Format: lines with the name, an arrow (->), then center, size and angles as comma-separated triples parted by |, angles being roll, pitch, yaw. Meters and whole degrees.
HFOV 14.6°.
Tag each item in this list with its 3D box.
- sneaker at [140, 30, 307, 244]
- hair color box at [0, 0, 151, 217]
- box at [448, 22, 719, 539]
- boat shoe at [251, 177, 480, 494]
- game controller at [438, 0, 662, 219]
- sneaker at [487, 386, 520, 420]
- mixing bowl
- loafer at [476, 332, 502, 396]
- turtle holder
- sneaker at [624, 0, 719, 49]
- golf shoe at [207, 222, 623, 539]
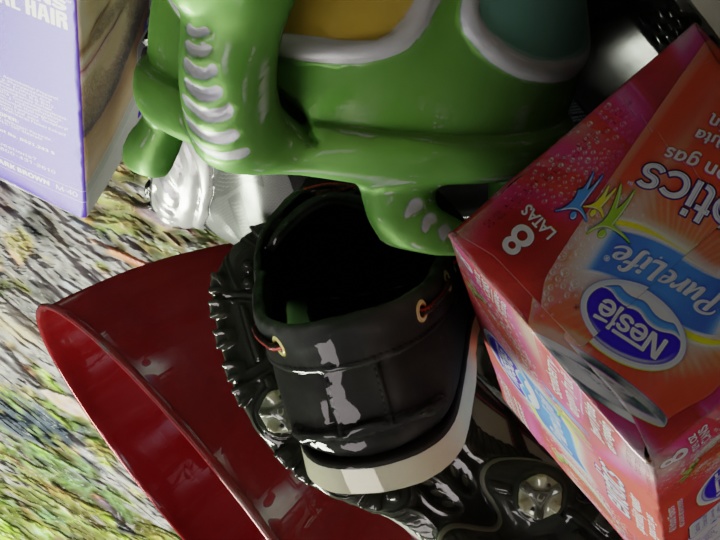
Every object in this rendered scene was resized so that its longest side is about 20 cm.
sneaker -> -0.031, -0.068, 1.027 | 0.079, 0.074, 0.200 | 30, 155, 13
hair color box -> -0.097, -0.115, 0.973 | 0.065, 0.110, 0.200 | 24, 156, 9
box -> 0.101, 0.019, 0.882 | 0.096, 0.100, 0.200 | 49, 175, 18
boat shoe -> 0.003, -0.001, 0.929 | 0.073, 0.201, 0.063 | -13, 113, 6
game controller -> 0.079, -0.056, 1.007 | 0.200, 0.042, 0.104 | -6, 124, 50
sneaker -> 0.108, 0.080, 1.136 | 0.074, 0.116, 0.200 | 43, 149, -27
mixing bowl -> -0.038, 0.062, 1.221 | 0.200, 0.108, 0.200 | 46, 164, 17
loafer -> 0.084, 0.033, 1.076 | 0.063, 0.072, 0.200 | 55, 169, -31
turtle holder -> -0.010, -0.086, 0.867 | 0.185, 0.132, 0.141 | -1, -163, -38
sneaker -> 0.148, -0.080, 0.854 | 0.200, 0.090, 0.070 | 50, 176, 13
golf shoe -> 0.019, 0.064, 1.061 | 0.200, 0.077, 0.088 | 46, -179, -2
